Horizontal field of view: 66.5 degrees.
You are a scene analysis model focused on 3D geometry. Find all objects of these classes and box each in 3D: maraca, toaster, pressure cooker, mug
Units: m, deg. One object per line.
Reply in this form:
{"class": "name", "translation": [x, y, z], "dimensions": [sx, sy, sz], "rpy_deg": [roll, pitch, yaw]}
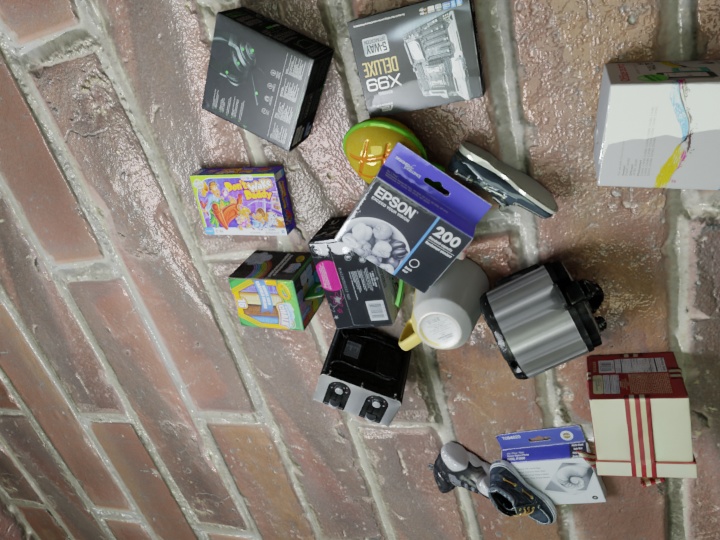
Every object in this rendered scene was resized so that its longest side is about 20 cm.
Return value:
{"class": "maraca", "translation": [0.059, -0.192, 0.967], "dimensions": [0.199, 0.108, 0.137], "rpy_deg": [31, 148, -28]}
{"class": "toaster", "translation": [0.005, 0.217, 1.188], "dimensions": [0.179, 0.201, 0.119], "rpy_deg": [20, 128, -1]}
{"class": "pressure cooker", "translation": [0.333, 0.081, 0.974], "dimensions": [0.199, 0.176, 0.179], "rpy_deg": [-27, 108, 16]}
{"class": "mug", "translation": [0.162, 0.086, 1.061], "dimensions": [0.148, 0.153, 0.188], "rpy_deg": [16, 124, 10]}

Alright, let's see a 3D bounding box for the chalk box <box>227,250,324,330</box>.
{"class": "chalk box", "translation": [-0.156, 0.042, 1.174], "dimensions": [0.198, 0.125, 0.125], "rpy_deg": [4, 121, 20]}

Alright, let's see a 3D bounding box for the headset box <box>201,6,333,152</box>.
{"class": "headset box", "translation": [-0.173, -0.340, 0.970], "dimensions": [0.199, 0.093, 0.175], "rpy_deg": [26, 126, 5]}

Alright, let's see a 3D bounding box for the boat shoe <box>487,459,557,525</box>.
{"class": "boat shoe", "translation": [0.361, 0.528, 1.239], "dimensions": [0.200, 0.091, 0.071], "rpy_deg": [43, 128, -6]}

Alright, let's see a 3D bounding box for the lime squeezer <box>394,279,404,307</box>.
{"class": "lime squeezer", "translation": [0.112, -0.030, 1.062], "dimensions": [0.200, 0.071, 0.038], "rpy_deg": [-50, 134, 9]}

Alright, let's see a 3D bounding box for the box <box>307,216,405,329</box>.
{"class": "box", "translation": [0.000, 0.000, 1.096], "dimensions": [0.131, 0.115, 0.201], "rpy_deg": [-6, 118, 22]}

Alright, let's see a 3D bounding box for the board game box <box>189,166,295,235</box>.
{"class": "board game box", "translation": [-0.245, -0.144, 1.145], "dimensions": [0.198, 0.045, 0.136], "rpy_deg": [2, 120, 20]}

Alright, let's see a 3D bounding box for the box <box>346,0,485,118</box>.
{"class": "box", "translation": [0.092, -0.346, 0.891], "dimensions": [0.198, 0.050, 0.159], "rpy_deg": [-3, 118, 22]}

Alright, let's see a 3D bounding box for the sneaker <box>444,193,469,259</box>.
{"class": "sneaker", "translation": [0.123, -0.110, 1.007], "dimensions": [0.199, 0.075, 0.105], "rpy_deg": [28, 106, 8]}

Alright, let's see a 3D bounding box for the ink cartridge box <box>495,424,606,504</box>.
{"class": "ink cartridge box", "translation": [0.429, 0.448, 1.244], "dimensions": [0.198, 0.041, 0.201], "rpy_deg": [-17, 112, 29]}

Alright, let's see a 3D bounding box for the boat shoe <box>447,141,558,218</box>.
{"class": "boat shoe", "translation": [0.242, -0.143, 0.941], "dimensions": [0.199, 0.075, 0.062], "rpy_deg": [32, 124, 2]}

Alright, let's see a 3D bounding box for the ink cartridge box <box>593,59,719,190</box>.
{"class": "ink cartridge box", "translation": [0.445, -0.209, 0.779], "dimensions": [0.198, 0.147, 0.147], "rpy_deg": [5, 122, 18]}

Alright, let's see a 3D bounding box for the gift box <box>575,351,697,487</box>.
{"class": "gift box", "translation": [0.505, 0.273, 1.032], "dimensions": [0.198, 0.184, 0.188], "rpy_deg": [-7, 108, 28]}

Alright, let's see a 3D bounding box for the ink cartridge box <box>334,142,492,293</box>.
{"class": "ink cartridge box", "translation": [0.088, -0.081, 0.937], "dimensions": [0.197, 0.044, 0.200], "rpy_deg": [30, 121, -10]}

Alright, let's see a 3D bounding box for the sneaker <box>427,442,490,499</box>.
{"class": "sneaker", "translation": [0.258, 0.507, 1.327], "dimensions": [0.199, 0.076, 0.114], "rpy_deg": [37, 126, 4]}
